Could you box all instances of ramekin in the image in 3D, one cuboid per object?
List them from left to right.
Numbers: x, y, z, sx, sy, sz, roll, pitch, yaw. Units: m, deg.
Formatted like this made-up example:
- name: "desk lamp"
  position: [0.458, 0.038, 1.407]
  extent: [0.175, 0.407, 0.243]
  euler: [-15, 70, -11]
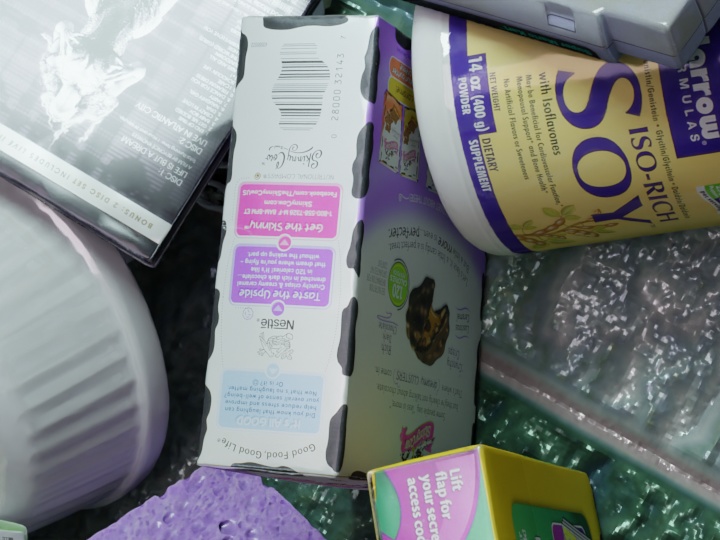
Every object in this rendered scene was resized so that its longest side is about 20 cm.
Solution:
- name: "ramekin"
  position: [-0.197, 0.045, 0.949]
  extent: [0.201, 0.094, 0.204]
  euler: [22, 128, 31]

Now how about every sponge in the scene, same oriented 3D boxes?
- name: "sponge"
  position: [-0.038, 0.180, 0.911]
  extent: [0.200, 0.111, 0.030]
  euler: [40, 140, 24]

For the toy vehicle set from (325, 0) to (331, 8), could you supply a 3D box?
- name: "toy vehicle set"
  position: [-0.127, -0.159, 0.977]
  extent: [0.199, 0.027, 0.125]
  euler: [-23, 67, -25]

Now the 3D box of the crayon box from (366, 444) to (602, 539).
- name: "crayon box"
  position: [0.071, 0.185, 0.823]
  extent: [0.058, 0.172, 0.202]
  euler: [-15, 75, 20]

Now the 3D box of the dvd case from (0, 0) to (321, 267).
- name: "dvd case"
  position: [-0.107, -0.122, 0.900]
  extent: [0.148, 0.016, 0.201]
  euler: [30, 79, 9]

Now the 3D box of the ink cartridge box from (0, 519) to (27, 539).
- name: "ink cartridge box"
  position: [-0.225, 0.220, 0.877]
  extent: [0.144, 0.048, 0.202]
  euler: [-6, 75, 20]

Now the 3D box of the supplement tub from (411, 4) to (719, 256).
- name: "supplement tub"
  position: [0.137, -0.089, 0.857]
  extent: [0.199, 0.145, 0.147]
  euler: [-8, 78, 22]

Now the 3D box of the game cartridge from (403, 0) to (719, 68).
- name: "game cartridge"
  position: [0.084, -0.158, 0.817]
  extent: [0.199, 0.038, 0.130]
  euler: [23, 71, 38]

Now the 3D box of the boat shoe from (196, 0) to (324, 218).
- name: "boat shoe"
  position: [-0.058, -0.059, 0.945]
  extent: [0.074, 0.068, 0.201]
  euler: [-147, 57, -62]

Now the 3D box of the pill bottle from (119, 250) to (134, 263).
- name: "pill bottle"
  position: [-0.178, -0.096, 1.009]
  extent: [0.111, 0.111, 0.201]
  euler: [-38, 69, 13]

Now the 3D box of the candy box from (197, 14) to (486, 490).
- name: "candy box"
  position: [0.000, 0.000, 0.887]
  extent: [0.071, 0.168, 0.202]
  euler: [2, 81, 23]
